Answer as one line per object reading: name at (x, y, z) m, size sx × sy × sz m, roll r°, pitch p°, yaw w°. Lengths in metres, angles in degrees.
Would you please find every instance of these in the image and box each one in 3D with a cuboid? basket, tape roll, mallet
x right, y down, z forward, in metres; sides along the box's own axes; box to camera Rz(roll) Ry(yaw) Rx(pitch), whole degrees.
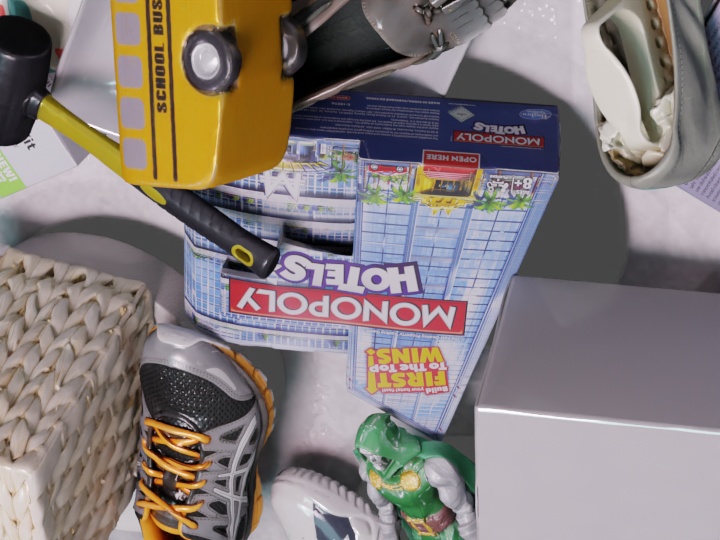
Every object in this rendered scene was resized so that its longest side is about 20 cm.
basket at (-0.199, 0.093, 1.268) m, size 0.122 × 0.200 × 0.136 m, roll 7°, pitch 125°, yaw 13°
tape roll at (-0.160, 0.071, 1.380) m, size 0.201 × 0.037 × 0.204 m, roll 13°, pitch 126°, yaw 18°
mallet at (-0.128, -0.051, 1.173) m, size 0.200 × 0.041 × 0.066 m, roll 40°, pitch 132°, yaw 9°

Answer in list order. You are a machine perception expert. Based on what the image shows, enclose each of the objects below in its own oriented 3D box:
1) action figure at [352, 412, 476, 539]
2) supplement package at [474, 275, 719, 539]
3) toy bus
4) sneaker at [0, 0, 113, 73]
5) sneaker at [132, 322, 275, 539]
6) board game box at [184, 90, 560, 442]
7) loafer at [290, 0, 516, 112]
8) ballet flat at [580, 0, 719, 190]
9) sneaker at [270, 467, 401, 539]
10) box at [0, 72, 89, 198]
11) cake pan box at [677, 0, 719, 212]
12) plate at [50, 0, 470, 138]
action figure at (0.051, 0.150, 1.283) m, size 0.117 × 0.055 × 0.200 m, roll -5°, pitch 134°, yaw 38°
supplement package at (0.163, 0.090, 1.133) m, size 0.198 × 0.120 × 0.122 m, roll 5°, pitch 125°, yaw 11°
toy bus at (-0.075, -0.143, 1.065) m, size 0.078 × 0.065 × 0.202 m, roll 6°, pitch 105°, yaw 33°
sneaker at (-0.164, -0.198, 1.191) m, size 0.093 × 0.071 × 0.201 m, roll -7°, pitch 119°, yaw 10°
sneaker at (-0.096, 0.112, 1.285) m, size 0.078 × 0.077 × 0.201 m, roll 16°, pitch 138°, yaw 20°
board game box at (0.000, 0.000, 1.211) m, size 0.198 × 0.062 × 0.201 m, roll 4°, pitch 131°, yaw 1°
loafer at (0.010, -0.118, 1.090) m, size 0.199 × 0.063 × 0.072 m, roll -22°, pitch 124°, yaw 37°
ballet flat at (0.125, -0.136, 1.048) m, size 0.067 × 0.063 × 0.202 m, roll -5°, pitch 100°, yaw 49°
sneaker at (-0.022, 0.228, 1.352) m, size 0.079 × 0.130 × 0.200 m, roll 7°, pitch 132°, yaw 48°
box at (-0.268, -0.103, 1.313) m, size 0.199 × 0.041 × 0.157 m, roll -19°, pitch 112°, yaw 33°
cake pan box at (0.249, -0.088, 1.070) m, size 0.183 × 0.052 × 0.201 m, roll 29°, pitch 130°, yaw 3°
plate at (-0.045, -0.132, 1.168) m, size 0.199 × 0.032 × 0.200 m, roll 19°, pitch 129°, yaw -6°
